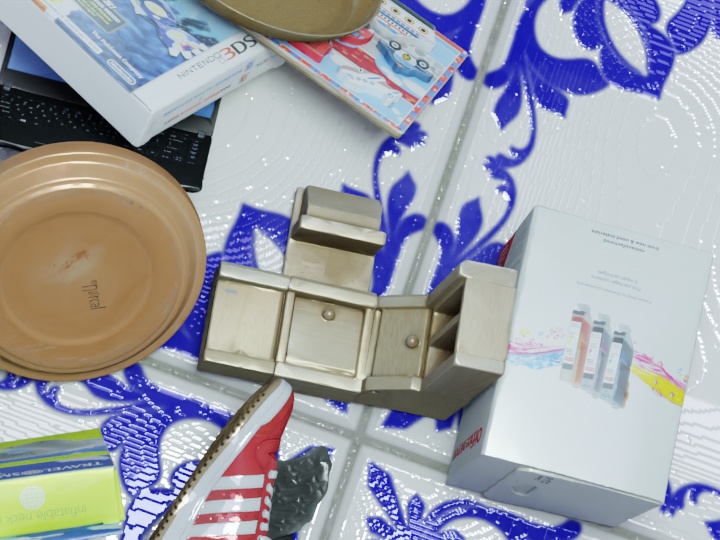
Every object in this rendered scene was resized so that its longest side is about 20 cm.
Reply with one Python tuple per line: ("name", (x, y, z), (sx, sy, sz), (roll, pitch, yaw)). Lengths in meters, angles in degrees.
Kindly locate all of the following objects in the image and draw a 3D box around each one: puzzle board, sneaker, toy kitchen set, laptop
("puzzle board", (-0.021, -0.199, 1.709), (0.200, 0.017, 0.151), (36, 39, 2))
("sneaker", (-0.078, 0.184, 1.562), (0.112, 0.071, 0.200), (34, 79, -4))
("sneaker", (-0.116, 0.191, 1.618), (0.200, 0.060, 0.104), (-5, 78, -15))
("toy kitchen set", (0.000, 0.000, 1.618), (0.200, 0.180, 0.163), (12, 73, -10))
("laptop", (-0.192, -0.155, 1.670), (0.177, 0.200, 0.103), (13, 111, -4))

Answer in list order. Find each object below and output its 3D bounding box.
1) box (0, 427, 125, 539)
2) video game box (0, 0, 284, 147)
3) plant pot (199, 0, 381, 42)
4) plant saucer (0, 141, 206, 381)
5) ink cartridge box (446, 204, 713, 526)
("box", (-0.235, 0.155, 1.533), (0.122, 0.200, 0.048), (-8, 96, -10))
("video game box", (-0.176, -0.205, 1.665), (0.200, 0.047, 0.182), (43, 42, 11))
("plant pot", (-0.077, -0.243, 1.683), (0.200, 0.027, 0.200), (19, 41, -18))
("plant saucer", (-0.212, -0.001, 1.596), (0.200, 0.200, 0.032), (-8, 34, -10))
("ink cartridge box", (0.164, 0.078, 1.642), (0.145, 0.145, 0.200), (16, 75, -4))
